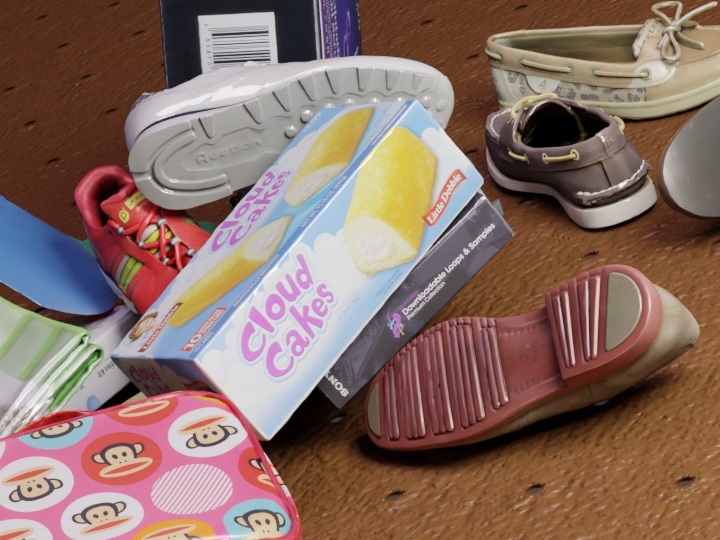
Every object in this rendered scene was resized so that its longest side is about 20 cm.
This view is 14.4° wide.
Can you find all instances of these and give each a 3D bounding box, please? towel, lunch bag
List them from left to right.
[{"bbox_3d":[-0.249,0.096,1.611,0.200,0.031,0.149,-51,37,-17],"label":"towel"},{"bbox_3d":[-0.140,0.133,1.458,0.199,0.082,0.176,-14,36,-15],"label":"lunch bag"}]

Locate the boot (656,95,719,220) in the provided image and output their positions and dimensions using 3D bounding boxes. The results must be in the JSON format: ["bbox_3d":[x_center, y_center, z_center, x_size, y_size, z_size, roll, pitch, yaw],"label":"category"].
[{"bbox_3d":[0.239,-0.079,1.728,0.200,0.074,0.075,-32,5,-36],"label":"boot"}]

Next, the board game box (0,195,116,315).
[{"bbox_3d":[-0.248,-0.014,1.787,0.039,0.199,0.158,-58,3,13],"label":"board game box"}]

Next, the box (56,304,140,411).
[{"bbox_3d":[-0.231,0.086,1.740,0.155,0.041,0.200,-14,16,31],"label":"box"}]

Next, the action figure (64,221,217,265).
[{"bbox_3d":[-0.111,0.006,1.846,0.118,0.055,0.199,-33,31,-30],"label":"action figure"}]

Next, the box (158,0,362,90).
[{"bbox_3d":[-0.060,-0.145,1.840,0.103,0.149,0.200,-2,13,8],"label":"box"}]

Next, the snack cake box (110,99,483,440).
[{"bbox_3d":[-0.036,-0.001,1.591,0.200,0.067,0.115,-50,23,-20],"label":"snack cake box"}]

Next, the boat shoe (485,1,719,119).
[{"bbox_3d":[0.177,-0.141,1.914,0.199,0.063,0.073,-10,23,26],"label":"boat shoe"}]

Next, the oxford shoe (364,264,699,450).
[{"bbox_3d":[0.092,0.060,1.539,0.199,0.075,0.071,-20,62,34],"label":"oxford shoe"}]

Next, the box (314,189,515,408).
[{"bbox_3d":[0.000,0.000,1.669,0.143,0.036,0.200,-45,19,-4],"label":"box"}]

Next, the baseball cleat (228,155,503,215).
[{"bbox_3d":[0.010,-0.040,1.844,0.106,0.070,0.199,-28,31,-34],"label":"baseball cleat"}]

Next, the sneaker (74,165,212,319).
[{"bbox_3d":[-0.123,-0.011,1.716,0.077,0.085,0.200,-37,32,-16],"label":"sneaker"}]

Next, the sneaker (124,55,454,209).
[{"bbox_3d":[-0.044,-0.098,1.704,0.198,0.077,0.081,-9,30,0],"label":"sneaker"}]

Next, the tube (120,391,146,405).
[{"bbox_3d":[-0.139,0.102,1.651,0.199,0.058,0.052,-29,57,-4],"label":"tube"}]

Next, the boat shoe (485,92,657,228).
[{"bbox_3d":[0.126,-0.082,1.824,0.071,0.060,0.200,-26,22,-10],"label":"boat shoe"}]
